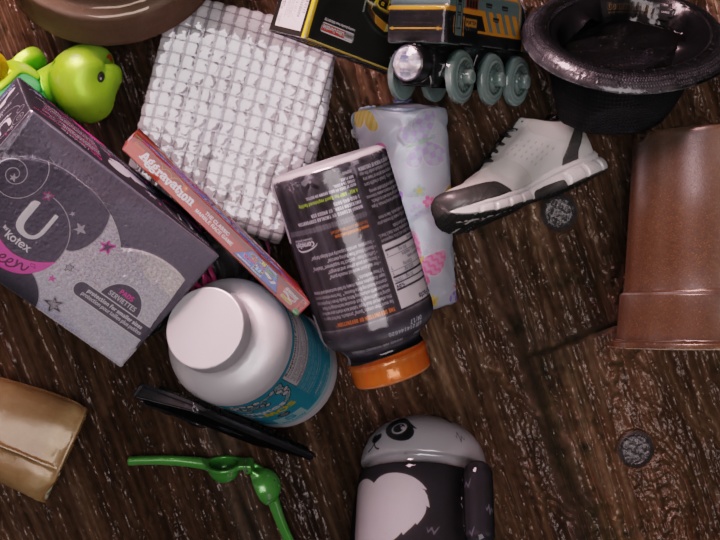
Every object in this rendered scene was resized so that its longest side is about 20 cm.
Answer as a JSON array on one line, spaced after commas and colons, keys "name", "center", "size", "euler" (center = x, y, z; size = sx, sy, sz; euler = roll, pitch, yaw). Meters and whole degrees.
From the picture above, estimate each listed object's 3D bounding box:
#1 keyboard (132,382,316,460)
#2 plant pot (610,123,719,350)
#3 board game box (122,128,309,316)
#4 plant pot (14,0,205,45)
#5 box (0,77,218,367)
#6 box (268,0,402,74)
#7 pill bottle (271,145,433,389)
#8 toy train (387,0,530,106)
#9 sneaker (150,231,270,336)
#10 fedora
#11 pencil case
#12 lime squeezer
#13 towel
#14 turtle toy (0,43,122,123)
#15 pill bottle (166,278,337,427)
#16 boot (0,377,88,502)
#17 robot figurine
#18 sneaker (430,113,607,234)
[{"name": "keyboard", "center": [-0.135, 0.133, 1.246], "size": [0.127, 0.200, 0.021], "euler": [9, 75, 32]}, {"name": "plant pot", "center": [0.326, -0.029, 1.256], "size": [0.200, 0.200, 0.199], "euler": [-2, 90, -4]}, {"name": "board game box", "center": [-0.124, -0.043, 1.172], "size": [0.019, 0.103, 0.200], "euler": [-46, 102, 0]}, {"name": "plant pot", "center": [-0.219, -0.317, 1.144], "size": [0.200, 0.175, 0.201], "euler": [0, 66, 0]}, {"name": "box", "center": [-0.240, -0.037, 1.126], "size": [0.200, 0.115, 0.132], "euler": [40, 93, -27]}, {"name": "box", "center": [0.018, -0.261, 1.206], "size": [0.049, 0.200, 0.160], "euler": [18, 94, 37]}, {"name": "pill bottle", "center": [0.000, 0.000, 1.196], "size": [0.106, 0.106, 0.201], "euler": [-17, 97, -2]}, {"name": "toy train", "center": [0.092, -0.206, 1.218], "size": [0.085, 0.200, 0.114], "euler": [8, 99, 33]}, {"name": "sneaker", "center": [-0.176, 0.018, 1.265], "size": [0.199, 0.087, 0.074], "euler": [-21, 98, -2]}, {"name": "fedora", "center": [0.239, -0.181, 1.253], "size": [0.200, 0.201, 0.092], "euler": [0, 128, -5]}, {"name": "pencil case", "center": [0.041, -0.059, 1.276], "size": [0.090, 0.083, 0.201], "euler": [-4, 97, 0]}, {"name": "lime squeezer", "center": [-0.123, 0.207, 1.324], "size": [0.200, 0.038, 0.071], "euler": [32, 124, -8]}, {"name": "towel", "center": [-0.117, -0.139, 1.256], "size": [0.165, 0.086, 0.201], "euler": [13, 95, -9]}, {"name": "turtle toy", "center": [-0.298, -0.128, 1.199], "size": [0.200, 0.146, 0.101], "euler": [-45, 71, 1]}, {"name": "pill bottle", "center": [-0.099, 0.072, 1.212], "size": [0.110, 0.200, 0.111], "euler": [-5, 74, 17]}, {"name": "boot", "center": [-0.381, 0.170, 1.279], "size": [0.200, 0.066, 0.176], "euler": [25, 94, -8]}, {"name": "robot figurine", "center": [0.054, 0.233, 1.267], "size": [0.150, 0.125, 0.201], "euler": [-1, 66, 11]}, {"name": "sneaker", "center": [0.136, -0.093, 1.266], "size": [0.200, 0.074, 0.080], "euler": [-23, 88, -35]}]
